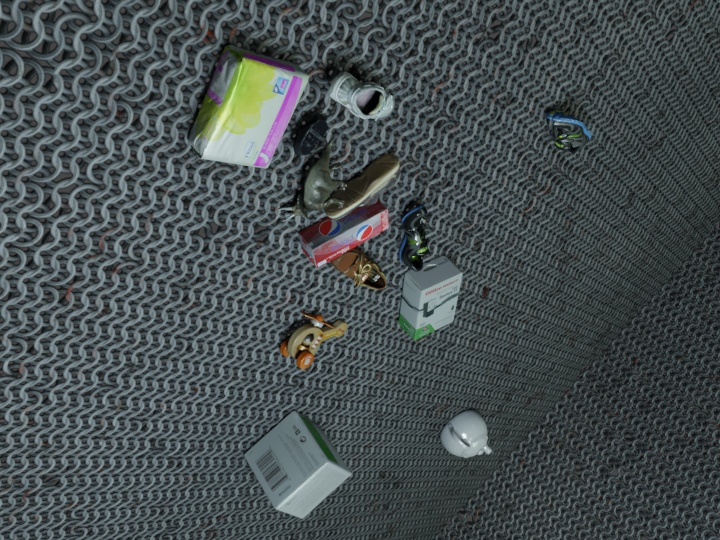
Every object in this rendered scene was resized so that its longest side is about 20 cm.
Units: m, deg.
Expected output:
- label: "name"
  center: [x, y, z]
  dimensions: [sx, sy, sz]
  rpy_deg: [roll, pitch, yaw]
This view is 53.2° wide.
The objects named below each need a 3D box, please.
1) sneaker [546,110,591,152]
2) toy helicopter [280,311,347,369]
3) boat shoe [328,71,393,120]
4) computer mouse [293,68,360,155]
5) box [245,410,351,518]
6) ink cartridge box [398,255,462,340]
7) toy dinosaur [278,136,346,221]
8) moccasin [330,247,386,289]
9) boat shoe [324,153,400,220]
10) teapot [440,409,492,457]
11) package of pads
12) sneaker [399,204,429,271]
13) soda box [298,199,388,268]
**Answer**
- label: "sneaker"
  center: [0.532, -0.352, 1.851]
  dimensions: [0.199, 0.071, 0.083]
  rpy_deg: [17, 109, -53]
- label: "toy helicopter"
  center: [-0.105, 0.156, 1.819]
  dimensions: [0.200, 0.079, 0.133]
  rpy_deg: [-16, 129, -47]
- label: "boat shoe"
  center: [0.013, -0.328, 1.390]
  dimensions: [0.075, 0.065, 0.202]
  rpy_deg: [-57, 157, 12]
- label: "computer mouse"
  center: [-0.069, -0.308, 1.392]
  dimensions: [0.200, 0.034, 0.059]
  rpy_deg: [-52, 157, 2]
- label: "box"
  center: [-0.176, 0.549, 2.032]
  dimensions: [0.200, 0.199, 0.171]
  rpy_deg: [-41, 145, -1]
- label: "ink cartridge box"
  center: [0.191, 0.075, 1.980]
  dimensions: [0.146, 0.083, 0.201]
  rpy_deg: [-23, 140, -25]
- label: "toy dinosaur"
  center: [-0.082, -0.174, 1.476]
  dimensions: [0.102, 0.077, 0.200]
  rpy_deg: [-11, 138, -45]
- label: "moccasin"
  center: [-0.001, 0.001, 1.729]
  dimensions: [0.074, 0.078, 0.201]
  rpy_deg: [-45, 144, 4]
- label: "boat shoe"
  center: [0.011, -0.171, 1.570]
  dimensions: [0.200, 0.072, 0.065]
  rpy_deg: [-42, 140, -10]
- label: "teapot"
  center: [0.405, 0.632, 2.704]
  dimensions: [0.199, 0.146, 0.198]
  rpy_deg: [-20, 139, -26]
- label: "package of pads"
  center: [-0.200, -0.281, 1.261]
  dimensions: [0.154, 0.068, 0.201]
  rpy_deg: [2, 125, -44]
- label: "sneaker"
  center: [0.143, -0.079, 1.776]
  dimensions: [0.071, 0.083, 0.200]
  rpy_deg: [-23, 140, -25]
- label: "soda box"
  center: [-0.035, -0.091, 1.609]
  dimensions: [0.199, 0.070, 0.064]
  rpy_deg: [-29, 142, -16]
